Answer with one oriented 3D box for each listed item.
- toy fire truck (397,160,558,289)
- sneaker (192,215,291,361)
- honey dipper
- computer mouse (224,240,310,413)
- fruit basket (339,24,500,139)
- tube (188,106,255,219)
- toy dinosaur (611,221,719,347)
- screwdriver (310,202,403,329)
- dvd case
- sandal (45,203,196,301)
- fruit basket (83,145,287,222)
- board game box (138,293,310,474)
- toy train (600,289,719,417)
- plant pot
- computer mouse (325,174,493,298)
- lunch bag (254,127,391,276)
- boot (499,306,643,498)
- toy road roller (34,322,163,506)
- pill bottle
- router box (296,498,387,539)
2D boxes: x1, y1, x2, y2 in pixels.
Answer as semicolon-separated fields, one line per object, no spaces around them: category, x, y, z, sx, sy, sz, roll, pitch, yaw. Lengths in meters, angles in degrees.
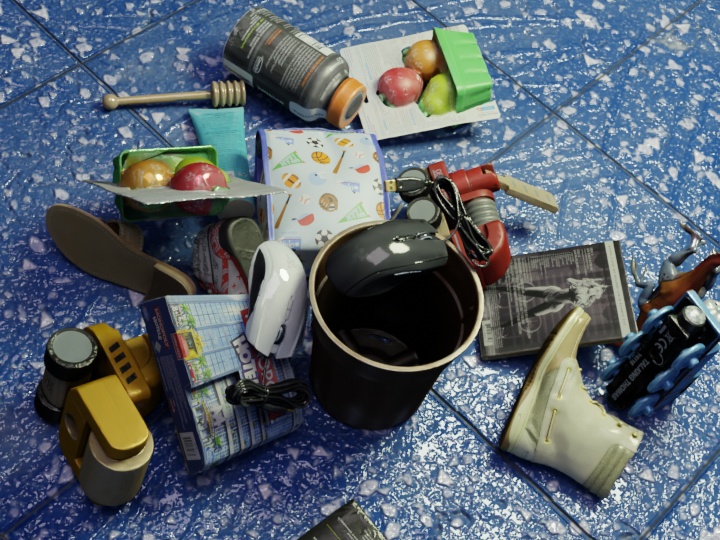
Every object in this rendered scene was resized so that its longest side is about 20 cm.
toy fire truck;0.168;-0.065;1.524;0.199;0.129;0.176;-19;58;4
sneaker;-0.149;0.033;1.436;0.067;0.108;0.202;-20;98;-35
honey dipper;-0.262;-0.246;1.621;0.199;0.038;0.038;-5;57;-12
computer mouse;-0.094;0.059;1.292;0.109;0.044;0.201;16;69;-37
fruit basket;0.086;-0.273;1.695;0.199;0.094;0.186;-15;59;-3
tube;-0.184;-0.154;1.571;0.077;0.050;0.200;-2;52;-17
toy dinosaur;0.379;0.029;1.472;0.105;0.200;0.182;41;100;7
screwdriver;0.000;0.000;1.428;0.028;0.200;0.029;16;29;-47
dvd case;0.250;0.038;1.501;0.199;0.016;0.149;-9;55;9
sandal;-0.293;-0.025;1.456;0.211;0.078;0.070;31;32;3
fruit basket;-0.216;-0.095;1.401;0.185;0.094;0.200;-8;20;-34
board game box;-0.131;0.104;1.321;0.200;0.062;0.201;-19;93;-42
toy train;0.379;0.103;1.418;0.114;0.200;0.087;-17;60;-34
plant pot;0.025;0.077;1.359;0.200;0.198;0.201;5;56;-8
computer mouse;0.045;-0.051;1.301;0.199;0.046;0.141;-14;61;-20
lunch bag;-0.052;-0.094;1.508;0.169;0.124;0.201;0;66;-14
boot;0.277;0.160;1.407;0.154;0.072;0.200;26;80;6
toy road roller;-0.269;0.150;1.301;0.146;0.123;0.200;-16;59;-34
pill bottle;-0.090;-0.282;1.638;0.200;0.106;0.106;34;56;12
router box;-0.005;0.369;1.242;0.149;0.051;0.200;-31;67;-26
